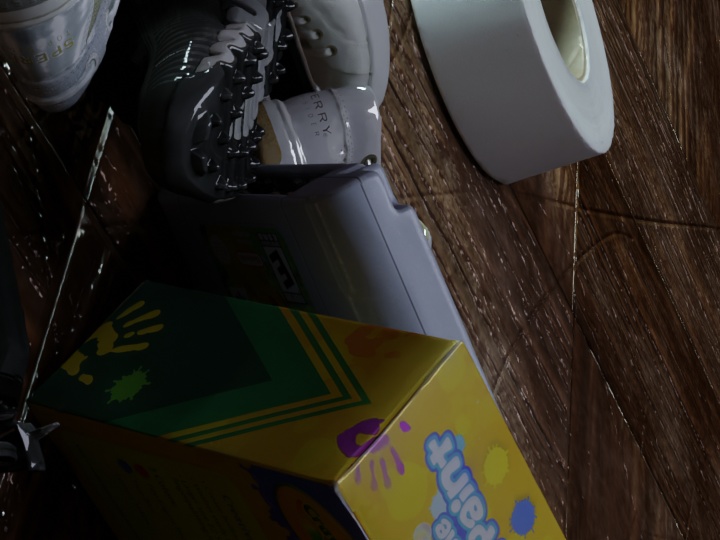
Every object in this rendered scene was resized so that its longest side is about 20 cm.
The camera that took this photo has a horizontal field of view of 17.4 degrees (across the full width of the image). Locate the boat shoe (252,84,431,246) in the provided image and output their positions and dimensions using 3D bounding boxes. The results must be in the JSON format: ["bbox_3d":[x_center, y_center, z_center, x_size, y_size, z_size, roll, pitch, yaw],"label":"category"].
[{"bbox_3d":[0.000,0.000,1.029,0.201,0.069,0.071,78,-9,-49],"label":"boat shoe"}]

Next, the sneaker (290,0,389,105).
[{"bbox_3d":[-0.048,-0.147,1.114,0.085,0.072,0.201,-41,127,-33],"label":"sneaker"}]

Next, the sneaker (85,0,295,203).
[{"bbox_3d":[-0.079,-0.077,0.907,0.200,0.090,0.067,-79,174,-67],"label":"sneaker"}]

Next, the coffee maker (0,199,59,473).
[{"bbox_3d":[-0.165,-0.050,0.622,0.192,0.134,0.202,92,-11,-75],"label":"coffee maker"}]

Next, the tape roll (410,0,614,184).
[{"bbox_3d":[0.094,-0.161,1.486,0.202,0.070,0.204,-16,90,-71],"label":"tape roll"}]

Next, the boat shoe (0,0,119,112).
[{"bbox_3d":[-0.113,-0.146,0.897,0.203,0.074,0.065,-89,167,-47],"label":"boat shoe"}]

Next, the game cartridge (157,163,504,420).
[{"bbox_3d":[-0.014,0.024,0.913,0.134,0.040,0.200,63,-19,-12],"label":"game cartridge"}]

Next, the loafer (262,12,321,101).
[{"bbox_3d":[-0.037,-0.073,1.053,0.072,0.062,0.201,-80,148,-52],"label":"loafer"}]

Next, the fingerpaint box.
[{"bbox_3d":[-0.002,0.107,0.835,0.073,0.166,0.201,-47,125,-28],"label":"fingerpaint box"}]
